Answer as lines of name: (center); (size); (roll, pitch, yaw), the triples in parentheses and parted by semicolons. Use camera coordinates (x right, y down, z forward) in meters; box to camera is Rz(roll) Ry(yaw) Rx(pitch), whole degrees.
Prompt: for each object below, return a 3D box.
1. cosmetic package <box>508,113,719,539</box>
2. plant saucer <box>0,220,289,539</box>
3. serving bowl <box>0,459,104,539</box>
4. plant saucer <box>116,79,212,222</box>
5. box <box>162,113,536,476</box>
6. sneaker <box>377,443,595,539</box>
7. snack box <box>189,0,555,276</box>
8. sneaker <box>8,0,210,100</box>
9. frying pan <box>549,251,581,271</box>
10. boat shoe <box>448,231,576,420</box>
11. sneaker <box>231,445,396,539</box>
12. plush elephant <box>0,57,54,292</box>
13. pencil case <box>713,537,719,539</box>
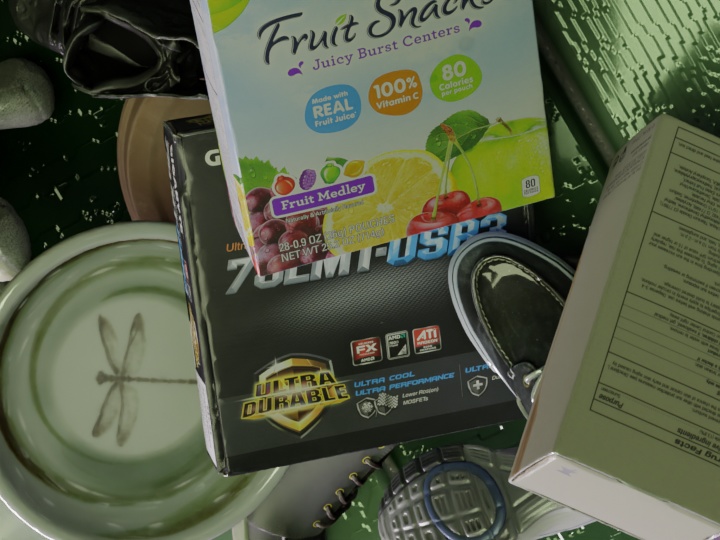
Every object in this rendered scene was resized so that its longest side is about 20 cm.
cosmetic package: (0.159, 0.033, 1.198); (0.105, 0.200, 0.071); (25, 158, -8)
plant saucer: (-0.129, 0.065, 1.335); (0.200, 0.050, 0.200); (-4, 105, -14)
serving bowl: (-0.185, 0.187, 1.404); (0.066, 0.200, 0.200); (41, 124, 41)
plant saucer: (-0.054, -0.055, 1.363); (0.200, 0.029, 0.200); (6, 113, 15)
box: (0.000, 0.000, 1.301); (0.200, 0.050, 0.199); (-9, 107, -12)
sneaker: (0.106, 0.131, 1.348); (0.200, 0.087, 0.075); (-18, 69, 20)
snack box: (0.004, -0.114, 1.190); (0.168, 0.068, 0.200); (-16, 121, -9)
sneaker: (-0.139, -0.133, 1.294); (0.200, 0.104, 0.060); (15, 110, 28)
frying pan: (0.183, 0.020, 1.299); (0.190, 0.031, 0.115); (-13, 103, 11)
boat shoe: (0.119, 0.059, 1.250); (0.072, 0.071, 0.200); (-41, 83, 8)
sneaker: (-0.018, 0.132, 1.398); (0.106, 0.075, 0.200); (0, 109, 17)
plush elephant: (-0.269, -0.010, 1.381); (0.200, 0.165, 0.155); (-9, 137, 0)
pencil case: (0.267, 0.169, 1.317); (0.200, 0.086, 0.084); (-15, 107, 21)
